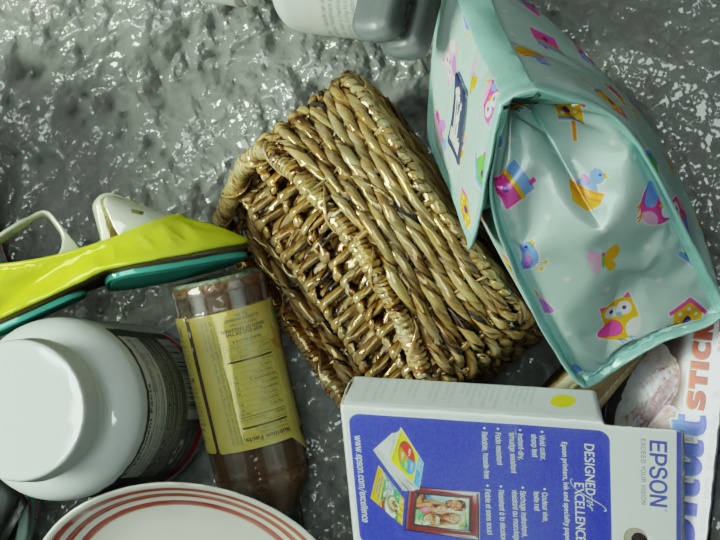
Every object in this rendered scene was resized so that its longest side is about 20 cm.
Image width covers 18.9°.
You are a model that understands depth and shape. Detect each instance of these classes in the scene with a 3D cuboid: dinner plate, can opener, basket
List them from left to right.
[{"bbox_3d":[-0.106,0.202,1.347,0.199,0.024,0.201,2,127,2],"label":"dinner plate"},{"bbox_3d":[0.000,0.000,1.324,0.149,0.143,0.200,-36,80,7],"label":"basket"},{"bbox_3d":[0.027,-0.223,1.274,0.067,0.053,0.201,3,75,44],"label":"can opener"}]

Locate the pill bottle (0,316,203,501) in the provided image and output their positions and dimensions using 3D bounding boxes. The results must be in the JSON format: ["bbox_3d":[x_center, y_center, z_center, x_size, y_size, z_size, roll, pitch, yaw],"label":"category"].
[{"bbox_3d":[-0.172,0.085,1.327,0.110,0.200,0.111,-1,86,13],"label":"pill bottle"}]

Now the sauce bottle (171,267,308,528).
[{"bbox_3d":[-0.069,0.100,1.368,0.064,0.065,0.201,-11,96,11],"label":"sauce bottle"}]

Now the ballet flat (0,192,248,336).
[{"bbox_3d":[-0.170,-0.010,1.338,0.199,0.067,0.067,-18,85,-11],"label":"ballet flat"}]

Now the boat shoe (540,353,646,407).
[{"bbox_3d":[0.116,0.116,1.329,0.064,0.071,0.200,40,110,4],"label":"boat shoe"}]

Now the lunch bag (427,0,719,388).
[{"bbox_3d":[0.110,-0.061,1.251,0.122,0.171,0.200,-30,120,9],"label":"lunch bag"}]

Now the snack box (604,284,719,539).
[{"bbox_3d":[0.186,0.106,1.337,0.072,0.024,0.201,6,88,14],"label":"snack box"}]

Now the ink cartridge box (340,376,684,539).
[{"bbox_3d":[0.094,0.158,1.278,0.199,0.047,0.198,3,120,13],"label":"ink cartridge box"}]

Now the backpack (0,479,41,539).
[{"bbox_3d":[-0.293,0.176,1.383,0.167,0.127,0.200,33,99,-12],"label":"backpack"}]

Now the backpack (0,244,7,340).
[{"bbox_3d":[-0.321,-0.008,1.394,0.175,0.153,0.201,-18,91,8],"label":"backpack"}]

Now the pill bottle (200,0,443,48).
[{"bbox_3d":[-0.002,-0.202,1.351,0.199,0.114,0.115,8,88,13],"label":"pill bottle"}]
